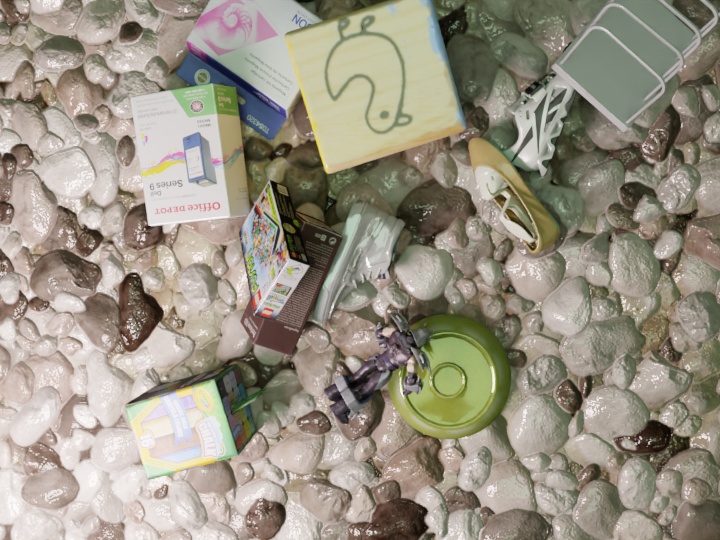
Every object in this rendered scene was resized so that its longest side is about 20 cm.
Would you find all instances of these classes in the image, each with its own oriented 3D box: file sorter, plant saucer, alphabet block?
[{"bbox_3d":[0.391,-0.326,1.058,0.139,0.125,0.200,41,73,2],"label":"file sorter"},{"bbox_3d":[0.138,0.170,1.215,0.197,0.031,0.203,1,94,7],"label":"plant saucer"},{"bbox_3d":[0.019,-0.261,1.091,0.198,0.196,0.198,-18,99,2],"label":"alphabet block"}]

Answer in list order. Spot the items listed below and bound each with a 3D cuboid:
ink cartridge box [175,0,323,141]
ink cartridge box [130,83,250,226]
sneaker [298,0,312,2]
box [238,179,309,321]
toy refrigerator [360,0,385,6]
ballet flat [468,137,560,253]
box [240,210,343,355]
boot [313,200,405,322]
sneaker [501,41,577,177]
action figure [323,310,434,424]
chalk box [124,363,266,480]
[{"bbox_3d":[-0.166,-0.340,1.204,0.195,0.043,0.201,34,97,3],"label":"ink cartridge box"},{"bbox_3d":[-0.260,-0.176,1.196,0.143,0.087,0.203,-4,98,16],"label":"ink cartridge box"},{"bbox_3d":[-0.142,-0.491,1.155,0.060,0.104,0.200,-41,89,8],"label":"sneaker"},{"bbox_3d":[-0.131,-0.033,1.143,0.034,0.201,0.111,19,120,-29],"label":"box"},{"bbox_3d":[0.008,-0.427,1.094,0.076,0.200,0.070,44,99,1],"label":"toy refrigerator"},{"bbox_3d":[0.220,-0.111,1.157,0.063,0.069,0.200,-41,89,-25],"label":"ballet flat"},{"bbox_3d":[-0.109,0.016,1.189,0.074,0.100,0.202,19,98,-25],"label":"box"},{"bbox_3d":[0.000,0.000,1.197,0.095,0.074,0.202,22,101,1],"label":"boot"},{"bbox_3d":[0.265,-0.248,1.142,0.088,0.074,0.202,20,97,3],"label":"sneaker"},{"bbox_3d":[0.034,0.148,1.190,0.199,0.069,0.131,-39,46,12],"label":"action figure"},{"bbox_3d":[-0.243,0.230,1.220,0.198,0.124,0.125,-16,93,9],"label":"chalk box"}]
